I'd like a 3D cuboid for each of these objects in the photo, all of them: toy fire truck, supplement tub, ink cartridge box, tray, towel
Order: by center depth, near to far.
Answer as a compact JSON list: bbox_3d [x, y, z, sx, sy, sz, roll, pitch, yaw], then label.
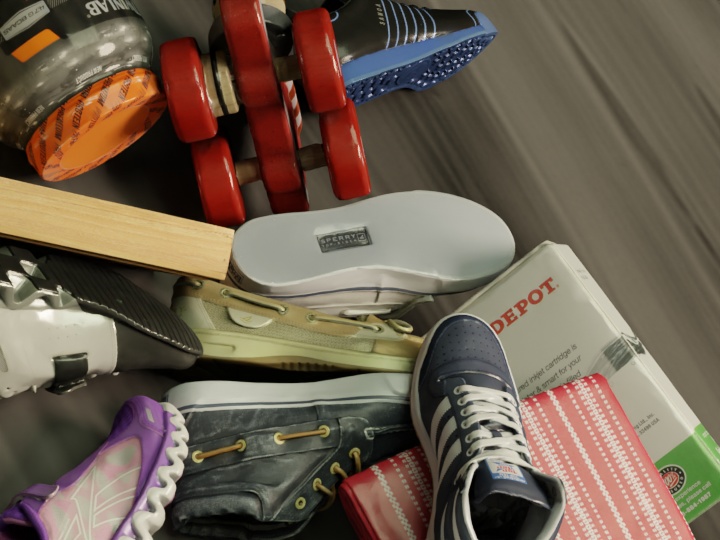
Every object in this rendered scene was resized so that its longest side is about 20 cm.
[{"bbox_3d":[-0.188,-0.030,1.577,0.199,0.098,0.037,14,87,-31],"label":"tray"},{"bbox_3d":[0.098,0.157,1.579,0.199,0.023,0.145,-21,73,-24],"label":"towel"},{"bbox_3d":[-0.213,-0.165,1.637,0.122,0.122,0.201,-24,76,-45],"label":"supplement tub"},{"bbox_3d":[-0.067,-0.136,1.689,0.111,0.201,0.169,-13,48,2],"label":"toy fire truck"},{"bbox_3d":[0.133,0.101,1.690,0.201,0.146,0.083,54,9,7],"label":"ink cartridge box"}]

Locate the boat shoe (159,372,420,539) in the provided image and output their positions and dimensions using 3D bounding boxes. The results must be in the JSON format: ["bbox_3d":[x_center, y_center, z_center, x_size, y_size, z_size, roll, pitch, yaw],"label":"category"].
[{"bbox_3d":[-0.025,0.119,1.592,0.198,0.071,0.092,-2,65,-9],"label":"boat shoe"}]

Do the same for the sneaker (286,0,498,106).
[{"bbox_3d":[0.020,-0.172,1.865,0.199,0.070,0.078,-20,72,-49],"label":"sneaker"}]

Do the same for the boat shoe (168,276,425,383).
[{"bbox_3d":[-0.023,0.044,1.635,0.199,0.073,0.064,5,68,-4],"label":"boat shoe"}]

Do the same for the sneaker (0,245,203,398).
[{"bbox_3d":[-0.190,0.040,1.542,0.199,0.089,0.074,17,20,-33],"label":"sneaker"}]

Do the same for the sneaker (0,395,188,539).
[{"bbox_3d":[-0.163,0.144,1.489,0.088,0.081,0.201,27,47,-10],"label":"sneaker"}]

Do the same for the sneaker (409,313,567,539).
[{"bbox_3d":[0.075,0.104,1.522,0.070,0.109,0.201,6,64,-12],"label":"sneaker"}]

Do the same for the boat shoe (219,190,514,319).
[{"bbox_3d":[0.001,0.004,1.707,0.200,0.086,0.075,-8,63,-22],"label":"boat shoe"}]
